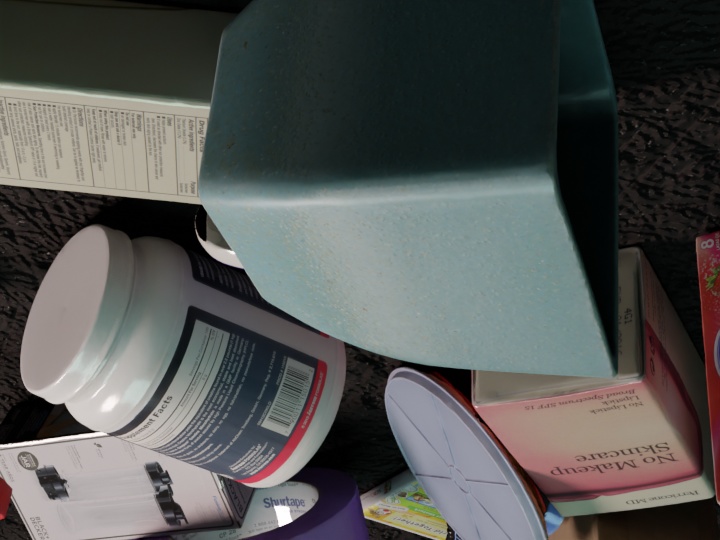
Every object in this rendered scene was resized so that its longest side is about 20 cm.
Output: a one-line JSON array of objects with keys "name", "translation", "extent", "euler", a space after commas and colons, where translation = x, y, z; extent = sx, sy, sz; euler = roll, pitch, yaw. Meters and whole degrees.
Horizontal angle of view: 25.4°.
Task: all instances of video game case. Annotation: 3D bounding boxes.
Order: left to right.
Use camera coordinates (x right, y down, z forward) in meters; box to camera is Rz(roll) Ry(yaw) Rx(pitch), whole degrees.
[{"name": "video game case", "translation": [0.127, 0.213, 1.462], "extent": [0.199, 0.023, 0.182], "euler": [21, 145, -27]}]

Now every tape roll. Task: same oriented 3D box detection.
[{"name": "tape roll", "translation": [-0.092, 0.235, 1.366], "extent": [0.199, 0.066, 0.200], "euler": [-12, -170, 2]}]

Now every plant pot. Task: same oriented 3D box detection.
[{"name": "plant pot", "translation": [0.027, -0.064, 0.858], "extent": [0.199, 0.197, 0.197], "euler": [-5, 147, 16]}]

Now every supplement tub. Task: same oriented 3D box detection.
[{"name": "supplement tub", "translation": [-0.123, 0.061, 1.131], "extent": [0.199, 0.141, 0.140], "euler": [25, 143, -30]}]

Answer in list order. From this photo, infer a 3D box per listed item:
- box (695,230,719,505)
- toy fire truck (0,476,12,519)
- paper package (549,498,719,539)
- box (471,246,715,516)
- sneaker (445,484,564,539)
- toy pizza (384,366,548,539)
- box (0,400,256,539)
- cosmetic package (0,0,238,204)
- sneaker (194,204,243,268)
[{"name": "box", "translation": [0.284, 0.072, 1.042], "extent": [0.095, 0.201, 0.100], "euler": [-15, 144, 26]}, {"name": "toy fire truck", "translation": [-0.372, 0.135, 1.279], "extent": [0.199, 0.142, 0.049], "euler": [-5, 148, 14]}, {"name": "paper package", "translation": [0.219, 0.247, 1.321], "extent": [0.103, 0.191, 0.201], "euler": [4, 136, -4]}, {"name": "box", "translation": [0.173, 0.087, 1.167], "extent": [0.127, 0.110, 0.200], "euler": [-11, 145, 22]}, {"name": "sneaker", "translation": [0.103, 0.217, 1.393], "extent": [0.077, 0.070, 0.200], "euler": [22, 141, -14]}, {"name": "toy pizza", "translation": [0.089, 0.157, 1.260], "extent": [0.032, 0.200, 0.201], "euler": [-33, 155, -19]}, {"name": "box", "translation": [-0.198, 0.164, 1.344], "extent": [0.199, 0.060, 0.117], "euler": [-10, 120, 21]}, {"name": "cosmetic package", "translation": [-0.172, -0.102, 0.936], "extent": [0.198, 0.074, 0.104], "euler": [5, 148, -3]}, {"name": "sneaker", "translation": [0.000, 0.000, 1.072], "extent": [0.198, 0.081, 0.147], "euler": [-6, 143, 6]}]
